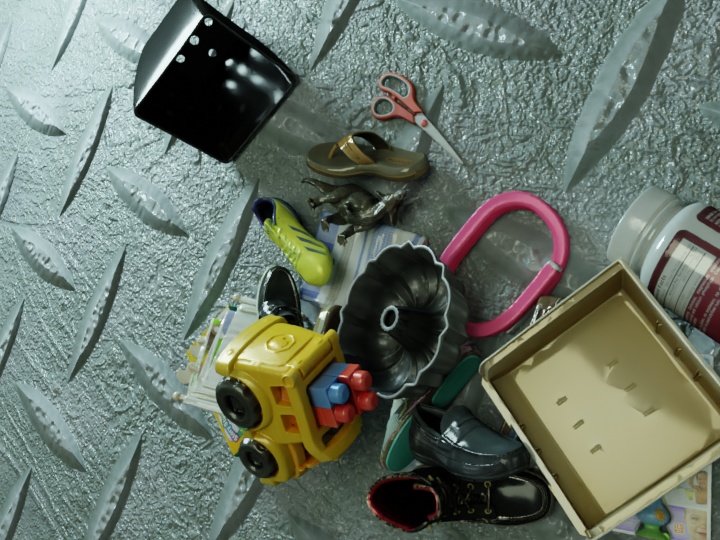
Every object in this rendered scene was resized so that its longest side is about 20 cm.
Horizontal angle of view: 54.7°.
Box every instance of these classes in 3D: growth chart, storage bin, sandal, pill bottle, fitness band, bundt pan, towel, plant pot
[{"bbox_3d":[-0.186,0.125,1.050,0.142,0.018,0.203,19,63,13],"label":"growth chart"},{"bbox_3d":[0.254,0.136,0.724,0.197,0.094,0.202,-37,66,8],"label":"storage bin"},{"bbox_3d":[0.009,-0.172,1.009,0.196,0.081,0.055,11,133,30],"label":"sandal"},{"bbox_3d":[0.367,0.003,0.724,0.199,0.113,0.115,40,104,32],"label":"pill bottle"},{"bbox_3d":[0.178,-0.006,0.899,0.201,0.037,0.144,-51,59,15],"label":"fitness band"},{"bbox_3d":[0.061,0.071,0.891,0.200,0.075,0.206,-24,56,40],"label":"bundt pan"},{"bbox_3d":[0.000,0.000,1.024,0.197,0.024,0.150,17,91,35],"label":"towel"},{"bbox_3d":[-0.260,-0.340,1.162,0.199,0.198,0.179,-45,51,19],"label":"plant pot"}]

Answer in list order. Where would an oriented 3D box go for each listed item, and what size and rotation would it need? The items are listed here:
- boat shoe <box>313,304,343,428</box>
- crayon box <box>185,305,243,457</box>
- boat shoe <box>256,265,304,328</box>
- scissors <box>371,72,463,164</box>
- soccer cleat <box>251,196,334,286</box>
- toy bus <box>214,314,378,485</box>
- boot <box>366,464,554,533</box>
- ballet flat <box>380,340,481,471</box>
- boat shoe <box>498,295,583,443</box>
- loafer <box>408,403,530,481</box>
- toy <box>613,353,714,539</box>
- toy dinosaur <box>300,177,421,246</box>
[{"bbox_3d":[-0.062,0.149,1.013,0.075,0.071,0.205,8,90,47],"label":"boat shoe"},{"bbox_3d":[-0.187,0.173,1.099,0.119,0.058,0.202,-44,61,20],"label":"crayon box"},{"bbox_3d":[-0.114,0.084,1.018,0.066,0.073,0.204,145,133,-60],"label":"boat shoe"},{"bbox_3d":[0.089,-0.225,1.007,0.199,0.014,0.074,37,101,34],"label":"scissors"},{"bbox_3d":[-0.107,-0.044,1.047,0.065,0.083,0.201,-55,46,17],"label":"soccer cleat"},{"bbox_3d":[-0.061,0.171,0.865,0.188,0.136,0.204,3,119,34],"label":"toy bus"},{"bbox_3d":[0.116,0.270,0.825,0.196,0.150,0.075,0,81,33],"label":"boot"},{"bbox_3d":[0.083,0.169,0.923,0.202,0.068,0.071,-56,40,8],"label":"ballet flat"},{"bbox_3d":[0.208,0.127,0.843,0.072,0.072,0.203,25,87,38],"label":"boat shoe"},{"bbox_3d":[0.115,0.192,0.794,0.199,0.067,0.072,-8,91,63],"label":"loafer"},{"bbox_3d":[0.322,0.190,0.763,0.113,0.047,0.205,0,83,32],"label":"toy"},{"bbox_3d":[-0.012,-0.093,1.019,0.198,0.101,0.079,19,124,46],"label":"toy dinosaur"}]
